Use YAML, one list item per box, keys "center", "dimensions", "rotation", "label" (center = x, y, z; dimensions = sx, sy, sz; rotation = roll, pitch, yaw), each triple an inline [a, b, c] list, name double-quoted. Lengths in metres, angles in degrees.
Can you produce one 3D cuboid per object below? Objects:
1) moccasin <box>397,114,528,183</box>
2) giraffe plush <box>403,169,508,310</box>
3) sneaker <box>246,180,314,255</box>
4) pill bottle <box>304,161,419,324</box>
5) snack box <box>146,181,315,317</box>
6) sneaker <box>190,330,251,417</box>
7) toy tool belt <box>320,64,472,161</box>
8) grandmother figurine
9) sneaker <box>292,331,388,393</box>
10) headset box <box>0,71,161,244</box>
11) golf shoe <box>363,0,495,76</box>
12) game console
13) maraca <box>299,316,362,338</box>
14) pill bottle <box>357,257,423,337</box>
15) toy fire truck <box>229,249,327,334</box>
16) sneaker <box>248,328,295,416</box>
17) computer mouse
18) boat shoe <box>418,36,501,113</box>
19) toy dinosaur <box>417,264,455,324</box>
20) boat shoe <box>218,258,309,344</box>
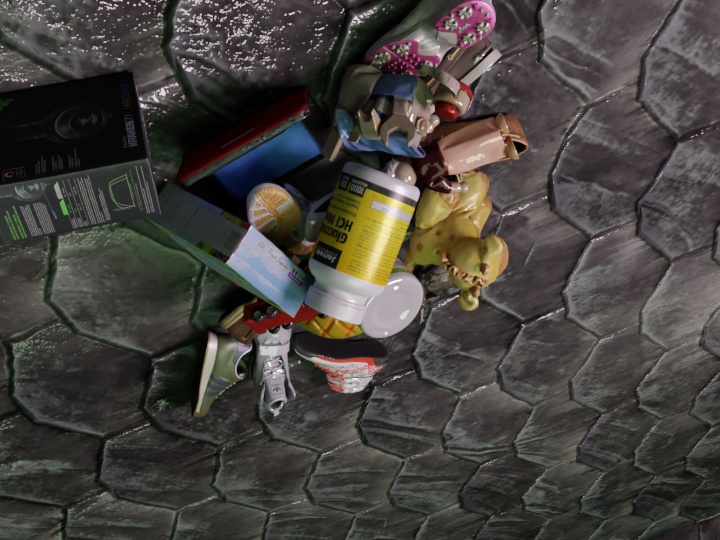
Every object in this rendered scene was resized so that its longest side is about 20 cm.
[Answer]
- center: [0.153, -0.176, 1.300]
  dimensions: [0.199, 0.078, 0.074]
  rotation: [-10, 139, -14]
  label: "moccasin"
- center: [0.162, -0.039, 1.348]
  dimensions: [0.199, 0.162, 0.174]
  rotation: [-34, 142, -19]
  label: "giraffe plush"
- center: [-0.120, -0.090, 1.246]
  dimensions: [0.075, 0.088, 0.200]
  rotation: [-30, 156, 7]
  label: "sneaker"
- center: [-0.004, -0.036, 1.177]
  dimensions: [0.112, 0.112, 0.202]
  rotation: [18, 94, -37]
  label: "pill bottle"
- center: [-0.183, -0.030, 1.215]
  dimensions: [0.068, 0.199, 0.169]
  rotation: [-57, 141, -10]
  label: "snack box"
- center: [-0.243, 0.187, 1.527]
  dimensions: [0.089, 0.067, 0.201]
  rotation: [3, 131, -19]
  label: "sneaker"
- center: [0.042, -0.189, 1.136]
  dimensions: [0.125, 0.198, 0.124]
  rotation: [40, 68, -48]
  label: "toy tool belt"
- center: [0.117, -0.161, 1.238]
  dimensions: [0.198, 0.061, 0.122]
  rotation: [-23, 98, 9]
  label: "grandmother figurine"
- center: [-0.052, 0.177, 1.602]
  dimensions: [0.200, 0.068, 0.108]
  rotation: [8, 129, -34]
  label: "sneaker"
- center: [-0.356, -0.138, 1.044]
  dimensions: [0.198, 0.175, 0.093]
  rotation: [-12, 140, -10]
  label: "headset box"
- center: [0.088, -0.316, 1.129]
  dimensions: [0.199, 0.092, 0.075]
  rotation: [-19, 143, 34]
  label: "golf shoe"
- center: [-0.133, -0.147, 1.182]
  dimensions: [0.199, 0.173, 0.119]
  rotation: [-29, 113, 7]
  label: "game console"
- center: [-0.018, 0.050, 1.434]
  dimensions: [0.197, 0.107, 0.139]
  rotation: [-4, 119, 4]
  label: "maraca"
- center: [0.000, 0.000, 1.319]
  dimensions: [0.110, 0.200, 0.112]
  rotation: [-19, 134, -22]
  label: "pill bottle"
- center: [-0.124, 0.020, 1.311]
  dimensions: [0.198, 0.142, 0.049]
  rotation: [-19, 143, 26]
  label: "toy fire truck"
- center: [-0.147, 0.159, 1.503]
  dimensions: [0.074, 0.116, 0.201]
  rotation: [-4, 137, -20]
  label: "sneaker"
- center: [-0.005, -0.097, 1.273]
  dimensions: [0.200, 0.044, 0.110]
  rotation: [-41, 150, -34]
  label: "computer mouse"
- center: [0.102, -0.258, 1.203]
  dimensions: [0.199, 0.072, 0.060]
  rotation: [-35, 98, 33]
  label: "boat shoe"
- center: [0.152, 0.003, 1.515]
  dimensions: [0.199, 0.077, 0.102]
  rotation: [-29, 151, 1]
  label: "toy dinosaur"
- center: [-0.141, 0.051, 1.406]
  dimensions: [0.199, 0.072, 0.068]
  rotation: [-35, 103, 24]
  label: "boat shoe"
